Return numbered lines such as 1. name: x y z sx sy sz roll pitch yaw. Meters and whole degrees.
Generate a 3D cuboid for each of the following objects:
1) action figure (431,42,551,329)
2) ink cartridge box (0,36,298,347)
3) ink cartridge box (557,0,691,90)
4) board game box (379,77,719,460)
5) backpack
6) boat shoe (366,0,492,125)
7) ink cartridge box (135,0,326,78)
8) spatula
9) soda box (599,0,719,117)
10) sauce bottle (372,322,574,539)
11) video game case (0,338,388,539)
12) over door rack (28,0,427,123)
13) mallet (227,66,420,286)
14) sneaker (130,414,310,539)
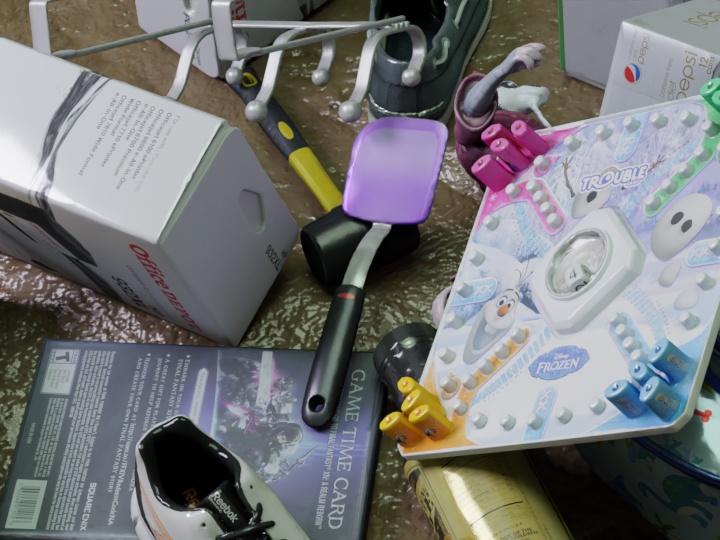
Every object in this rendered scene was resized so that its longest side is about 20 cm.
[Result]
1. action figure: 0.100 -0.045 1.648 0.149 0.134 0.200 -53 32 14
2. ink cartridge box: -0.153 -0.049 1.611 0.199 0.145 0.084 21 72 25
3. ink cartridge box: 0.203 -0.220 1.750 0.083 0.147 0.200 21 50 26
4. board game box: 0.110 -0.004 1.451 0.199 0.026 0.201 -11 51 47
5. backpack: 0.207 0.036 1.483 0.183 0.147 0.200 38 66 22
6. boat shoe: 0.041 -0.167 1.773 0.072 0.062 0.201 4 47 9
7. ink cartridge box: -0.054 -0.238 1.794 0.083 0.146 0.200 32 56 31
8. spatula: 0.000 0.000 1.594 0.056 0.021 0.201 7 58 19
9. soda box: 0.216 -0.118 1.645 0.068 0.064 0.200 23 23 26
10. sauce bottle: 0.059 0.108 1.501 0.066 0.066 0.200 -17 44 -10
11. video game case: -0.089 0.098 1.559 0.198 0.019 0.143 3 46 7
12. over door rack: -0.075 -0.119 1.638 0.147 0.067 0.199 3 2 34
13. mallet: -0.024 -0.067 1.703 0.065 0.041 0.200 -17 42 -9
14. sneaker: -0.054 0.154 1.446 0.074 0.080 0.200 -38 61 -20
